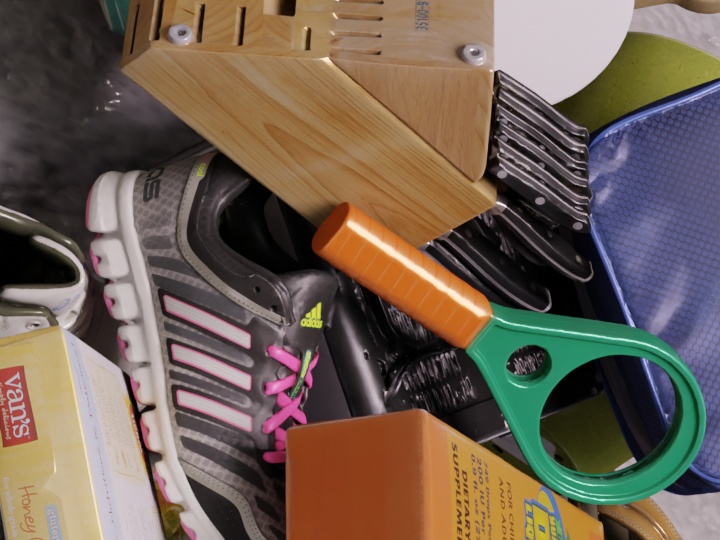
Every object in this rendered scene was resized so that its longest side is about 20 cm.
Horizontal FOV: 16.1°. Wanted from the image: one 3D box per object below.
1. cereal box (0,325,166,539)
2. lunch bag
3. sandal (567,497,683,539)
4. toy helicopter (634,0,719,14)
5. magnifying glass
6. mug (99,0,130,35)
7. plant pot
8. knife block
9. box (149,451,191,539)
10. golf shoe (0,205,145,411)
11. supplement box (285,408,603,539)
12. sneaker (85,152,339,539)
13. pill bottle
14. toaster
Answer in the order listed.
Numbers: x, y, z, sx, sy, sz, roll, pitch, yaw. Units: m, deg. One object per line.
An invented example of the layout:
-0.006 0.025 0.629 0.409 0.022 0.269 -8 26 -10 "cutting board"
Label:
-0.102 0.103 0.965 0.200 0.039 0.145 71 7 -82 "cereal box"
0.176 0.015 1.191 0.135 0.132 0.201 -19 86 -5 "lunch bag"
0.144 0.138 1.348 0.080 0.054 0.201 57 18 -47 "sandal"
0.099 -0.152 1.290 0.079 0.199 0.133 84 -3 -72 "toy helicopter"
0.063 0.033 1.072 0.200 0.022 0.080 33 106 -25 "magnifying glass"
-0.066 -0.151 1.117 0.114 0.152 0.186 -19 124 -6 "mug"
0.133 0.011 1.325 0.200 0.187 0.187 -51 126 -21 "plant pot"
0.003 -0.046 1.064 0.176 0.199 0.064 94 -1 -47 "knife block"
-0.076 0.101 1.181 0.200 0.041 0.039 -12 98 -48 "box"
-0.140 0.019 1.071 0.200 0.097 0.079 29 68 -45 "golf shoe"
0.040 0.115 1.057 0.200 0.068 0.067 36 48 -60 "supplement box"
-0.044 0.038 1.047 0.074 0.087 0.201 9 58 -67 "sneaker"
0.045 -0.165 1.174 0.113 0.200 0.114 -10 127 -14 "pill bottle"
0.000 0.000 1.175 0.181 0.118 0.201 -17 87 -52 "toaster"
